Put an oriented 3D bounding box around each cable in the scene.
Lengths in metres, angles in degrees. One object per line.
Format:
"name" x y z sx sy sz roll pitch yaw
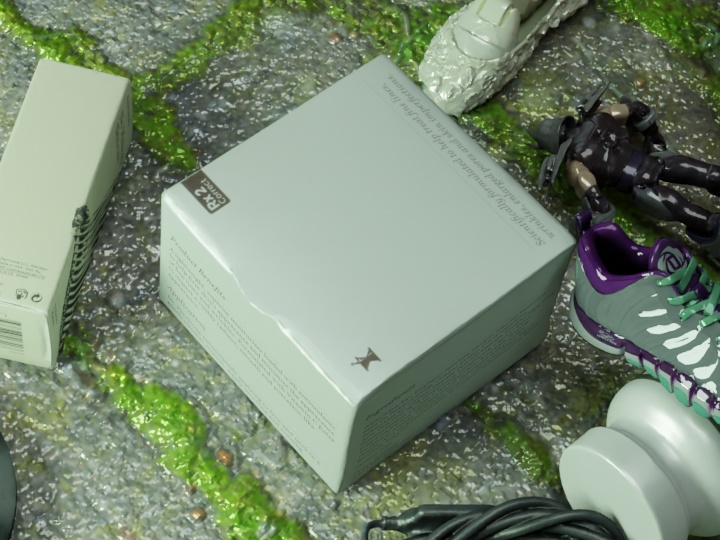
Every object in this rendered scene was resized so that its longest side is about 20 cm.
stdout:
"cable" 0.090 0.221 1.252 0.199 0.051 0.163 2 59 2

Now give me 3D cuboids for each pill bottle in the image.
"pill bottle" 0.234 0.101 1.317 0.200 0.116 0.116 -33 67 -24

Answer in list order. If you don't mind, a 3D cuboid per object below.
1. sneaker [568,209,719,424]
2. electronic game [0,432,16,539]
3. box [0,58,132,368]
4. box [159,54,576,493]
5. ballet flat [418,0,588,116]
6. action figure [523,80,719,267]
"sneaker" 0.208 0.031 1.246 0.200 0.088 0.074 24 52 34
"electronic game" -0.317 0.145 1.268 0.199 0.042 0.200 3 58 -6
"box" -0.214 -0.040 1.374 0.068 0.082 0.200 13 59 2
"box" 0.000 0.000 1.344 0.200 0.131 0.199 -34 68 -24
"ballet flat" 0.114 -0.199 1.521 0.072 0.072 0.200 36 62 15
"action figure" 0.208 -0.063 1.449 0.200 0.069 0.130 23 65 12
